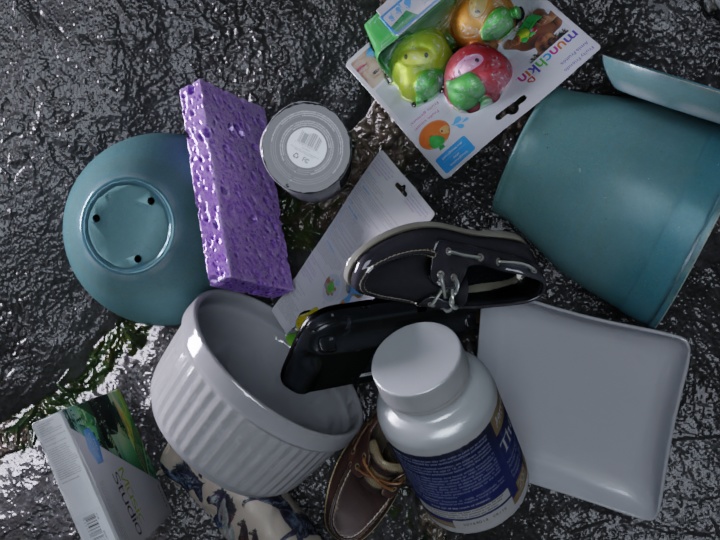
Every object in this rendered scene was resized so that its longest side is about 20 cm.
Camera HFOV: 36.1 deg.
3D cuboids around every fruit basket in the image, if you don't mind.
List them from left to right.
[{"bbox_3d":[0.097,-0.206,1.045,0.185,0.094,0.200,-39,46,5],"label":"fruit basket"}]

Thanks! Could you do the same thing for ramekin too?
[{"bbox_3d":[-0.106,0.122,1.057,0.200,0.200,0.105,41,107,3],"label":"ramekin"}]

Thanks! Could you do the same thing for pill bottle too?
[{"bbox_3d":[0.080,0.142,1.009,0.110,0.111,0.201,-21,131,5],"label":"pill bottle"}]

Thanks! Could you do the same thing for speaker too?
[{"bbox_3d":[-0.048,-0.107,1.044,0.081,0.200,0.082,0,91,-1],"label":"speaker"}]

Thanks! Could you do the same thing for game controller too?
[{"bbox_3d":[0.020,0.064,1.022,0.042,0.199,0.105,62,140,28],"label":"game controller"}]

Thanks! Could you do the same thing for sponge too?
[{"bbox_3d":[-0.119,-0.076,1.072,0.030,0.111,0.201,-19,73,26],"label":"sponge"}]

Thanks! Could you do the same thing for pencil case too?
[{"bbox_3d":[-0.113,0.236,1.089,0.200,0.078,0.090,46,118,20],"label":"pencil case"}]

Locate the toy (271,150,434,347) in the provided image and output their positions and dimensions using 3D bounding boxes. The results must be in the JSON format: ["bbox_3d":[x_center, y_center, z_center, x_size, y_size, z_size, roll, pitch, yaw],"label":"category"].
[{"bbox_3d":[0.000,0.000,1.055,0.200,0.047,0.115,-53,43,16],"label":"toy"}]

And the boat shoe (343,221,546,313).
[{"bbox_3d":[0.081,0.003,0.979,0.199,0.063,0.073,-2,130,-32],"label":"boat shoe"}]

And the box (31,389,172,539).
[{"bbox_3d":[-0.243,0.195,1.065,0.036,0.200,0.145,-24,89,0],"label":"box"}]

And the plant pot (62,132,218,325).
[{"bbox_3d":[-0.210,-0.043,1.092,0.199,0.135,0.202,0,90,5],"label":"plant pot"}]

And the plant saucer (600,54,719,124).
[{"bbox_3d":[0.307,-0.152,0.989,0.199,0.200,0.028,17,104,5],"label":"plant saucer"}]

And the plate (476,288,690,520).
[{"bbox_3d":[0.205,0.124,1.060,0.199,0.032,0.201,14,117,23],"label":"plate"}]

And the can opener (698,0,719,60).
[{"bbox_3d":[0.390,-0.213,1.078,0.067,0.053,0.201,-26,89,6],"label":"can opener"}]

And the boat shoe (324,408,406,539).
[{"bbox_3d":[0.021,0.186,1.105,0.072,0.072,0.201,31,93,4],"label":"boat shoe"}]

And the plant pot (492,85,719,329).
[{"bbox_3d":[0.232,-0.074,1.032,0.187,0.200,0.201,27,93,12],"label":"plant pot"}]

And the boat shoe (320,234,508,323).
[{"bbox_3d":[0.055,0.003,1.112,0.199,0.063,0.074,18,107,8],"label":"boat shoe"}]
